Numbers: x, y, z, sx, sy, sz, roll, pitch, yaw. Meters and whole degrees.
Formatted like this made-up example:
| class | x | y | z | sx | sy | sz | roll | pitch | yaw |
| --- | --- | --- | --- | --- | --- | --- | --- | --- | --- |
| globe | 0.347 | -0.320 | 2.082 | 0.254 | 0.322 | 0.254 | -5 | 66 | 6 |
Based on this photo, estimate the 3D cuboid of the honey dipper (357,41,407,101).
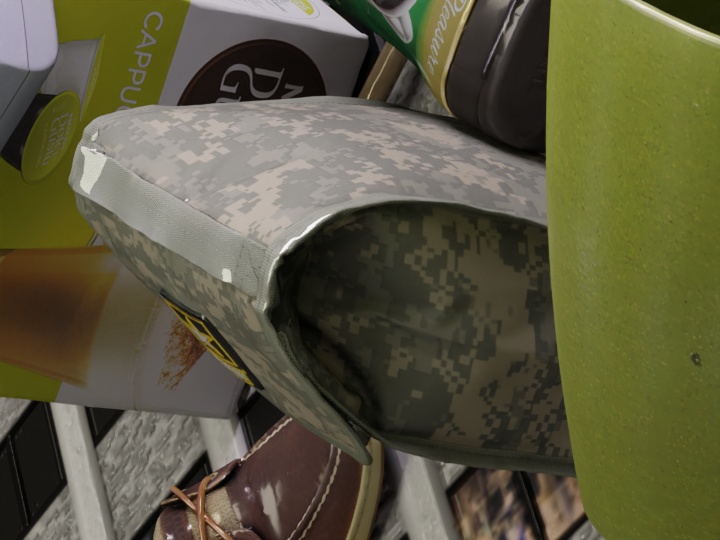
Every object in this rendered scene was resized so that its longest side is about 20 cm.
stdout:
| class | x | y | z | sx | sy | sz | roll | pitch | yaw |
| --- | --- | --- | --- | --- | --- | --- | --- | --- | --- |
| honey dipper | 0.017 | -0.096 | 1.237 | 0.201 | 0.038 | 0.038 | -62 | 38 | 21 |

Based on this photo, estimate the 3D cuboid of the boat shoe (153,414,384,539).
| class | x | y | z | sx | sy | sz | roll | pitch | yaw |
| --- | --- | --- | --- | --- | --- | --- | --- | --- | --- |
| boat shoe | -0.058 | 0.125 | 1.263 | 0.200 | 0.072 | 0.072 | -54 | 42 | 36 |

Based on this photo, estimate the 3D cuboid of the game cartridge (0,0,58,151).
| class | x | y | z | sx | sy | sz | roll | pitch | yaw |
| --- | --- | --- | --- | --- | --- | --- | --- | --- | --- |
| game cartridge | -0.183 | -0.119 | 1.187 | 0.133 | 0.041 | 0.201 | -49 | 46 | 31 |

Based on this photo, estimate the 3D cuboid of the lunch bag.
| class | x | y | z | sx | sy | sz | roll | pitch | yaw |
| --- | --- | --- | --- | --- | --- | --- | --- | --- | --- |
| lunch bag | 0.000 | 0.000 | 1.087 | 0.164 | 0.199 | 0.118 | 32 | 109 | 54 |

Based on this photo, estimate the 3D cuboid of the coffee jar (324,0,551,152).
| class | x | y | z | sx | sy | sz | roll | pitch | yaw |
| --- | --- | --- | --- | --- | --- | --- | --- | --- | --- |
| coffee jar | 0.031 | -0.133 | 1.136 | 0.200 | 0.085 | 0.105 | 41 | 118 | 34 |

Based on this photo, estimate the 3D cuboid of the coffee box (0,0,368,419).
| class | x | y | z | sx | sy | sz | roll | pitch | yaw |
| --- | --- | --- | --- | --- | --- | --- | --- | --- | --- |
| coffee box | -0.148 | -0.071 | 1.328 | 0.200 | 0.197 | 0.201 | 42 | 117 | 50 |

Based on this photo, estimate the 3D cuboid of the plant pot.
| class | x | y | z | sx | sy | sz | roll | pitch | yaw |
| --- | --- | --- | --- | --- | --- | --- | --- | --- | --- |
| plant pot | 0.137 | -0.003 | 0.924 | 0.187 | 0.186 | 0.201 | 45 | 132 | 51 |
